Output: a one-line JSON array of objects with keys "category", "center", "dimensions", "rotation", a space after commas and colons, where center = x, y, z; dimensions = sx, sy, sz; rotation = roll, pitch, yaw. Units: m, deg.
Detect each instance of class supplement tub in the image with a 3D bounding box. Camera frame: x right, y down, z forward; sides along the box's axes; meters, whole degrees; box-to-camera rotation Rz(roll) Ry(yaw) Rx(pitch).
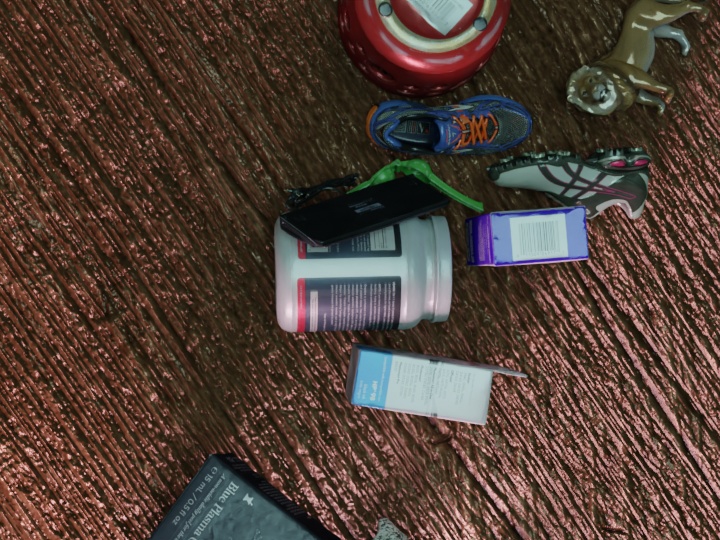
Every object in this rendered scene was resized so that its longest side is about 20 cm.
[{"category": "supplement tub", "center": [0.000, 0.000, 1.639], "dimensions": [0.198, 0.140, 0.142], "rotation": [-1, 90, -4]}]

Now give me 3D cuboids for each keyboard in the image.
[{"category": "keyboard", "center": [-0.007, -0.075, 1.610], "dimensions": [0.199, 0.127, 0.021], "rotation": [-18, 129, -34]}]

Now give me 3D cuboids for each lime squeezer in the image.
[{"category": "lime squeezer", "center": [0.045, -0.098, 1.691], "dimensions": [0.198, 0.038, 0.071], "rotation": [-3, 87, -3]}]

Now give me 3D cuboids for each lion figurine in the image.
[{"category": "lion figurine", "center": [0.334, -0.266, 1.708], "dimensions": [0.122, 0.073, 0.201], "rotation": [25, 74, 3]}]

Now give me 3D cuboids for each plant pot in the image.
[{"category": "plant pot", "center": [0.078, -0.309, 1.625], "dimensions": [0.199, 0.182, 0.202], "rotation": [0, 89, -6]}]

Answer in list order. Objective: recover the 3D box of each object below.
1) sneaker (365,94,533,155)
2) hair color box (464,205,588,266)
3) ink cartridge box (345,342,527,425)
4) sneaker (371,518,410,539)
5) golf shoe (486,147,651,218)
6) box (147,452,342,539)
[{"category": "sneaker", "center": [0.108, -0.163, 1.671], "dimensions": [0.198, 0.079, 0.076], "rotation": [-5, 109, -2]}, {"category": "hair color box", "center": [0.187, -0.038, 1.623], "dimensions": [0.108, 0.200, 0.065], "rotation": [-4, 89, -4]}, {"category": "ink cartridge box", "center": [0.087, 0.136, 1.659], "dimensions": [0.198, 0.116, 0.067], "rotation": [9, 89, -4]}, {"category": "sneaker", "center": [-0.011, 0.376, 1.690], "dimensions": [0.200, 0.077, 0.089], "rotation": [-41, 62, -2]}, {"category": "golf shoe", "center": [0.252, -0.103, 1.693], "dimensions": [0.198, 0.077, 0.089], "rotation": [-2, 98, -4]}, {"category": "box", "center": [-0.143, 0.346, 1.623], "dimensions": [0.199, 0.117, 0.197], "rotation": [36, 87, 9]}]
